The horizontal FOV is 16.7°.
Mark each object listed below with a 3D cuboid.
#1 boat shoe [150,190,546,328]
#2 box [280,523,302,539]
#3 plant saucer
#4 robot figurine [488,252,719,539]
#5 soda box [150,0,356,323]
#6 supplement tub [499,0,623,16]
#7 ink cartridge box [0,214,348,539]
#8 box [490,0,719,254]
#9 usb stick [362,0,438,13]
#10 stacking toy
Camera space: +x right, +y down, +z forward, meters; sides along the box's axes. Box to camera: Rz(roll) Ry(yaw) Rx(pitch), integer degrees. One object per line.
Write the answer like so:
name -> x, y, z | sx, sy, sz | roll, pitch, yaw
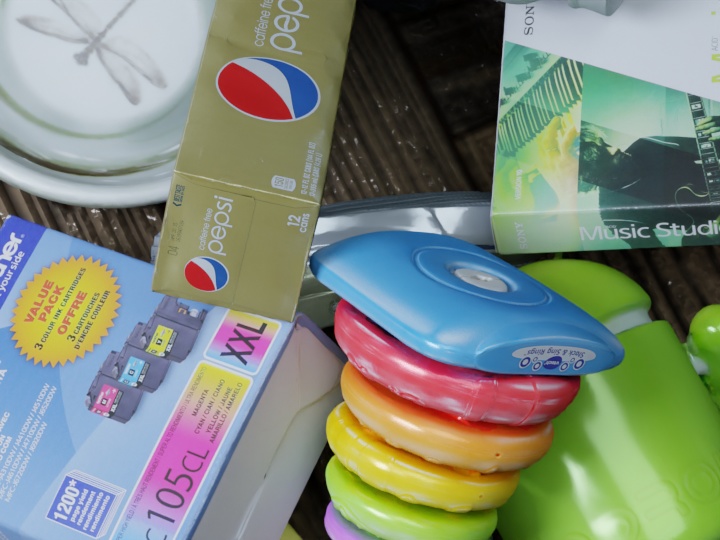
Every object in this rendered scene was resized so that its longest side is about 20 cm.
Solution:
boat shoe -> 0.000, 0.000, 1.172 | 0.199, 0.072, 0.062 | -7, 98, -6
box -> -0.019, 0.188, 1.110 | 0.075, 0.050, 0.200 | -37, 80, -15
plant saucer -> -0.123, -0.120, 1.192 | 0.199, 0.050, 0.201 | 2, 73, -8
robot figurine -> 0.108, 0.083, 1.127 | 0.175, 0.116, 0.201 | -29, 78, -3
soda box -> -0.042, -0.071, 1.078 | 0.064, 0.068, 0.201 | 12, 39, -4
supplement tub -> 0.045, -0.210, 1.141 | 0.199, 0.145, 0.146 | 22, 71, 10
ink cartridge box -> -0.121, 0.063, 1.091 | 0.199, 0.076, 0.137 | 17, 71, 32
box -> 0.162, -0.076, 1.138 | 0.199, 0.036, 0.145 | -4, 52, 13
usb stick -> 0.050, -0.219, 1.250 | 0.033, 0.055, 0.201 | 38, 65, -39
stacking toy -> 0.022, 0.094, 1.048 | 0.116, 0.110, 0.201 | 4, 111, -41
